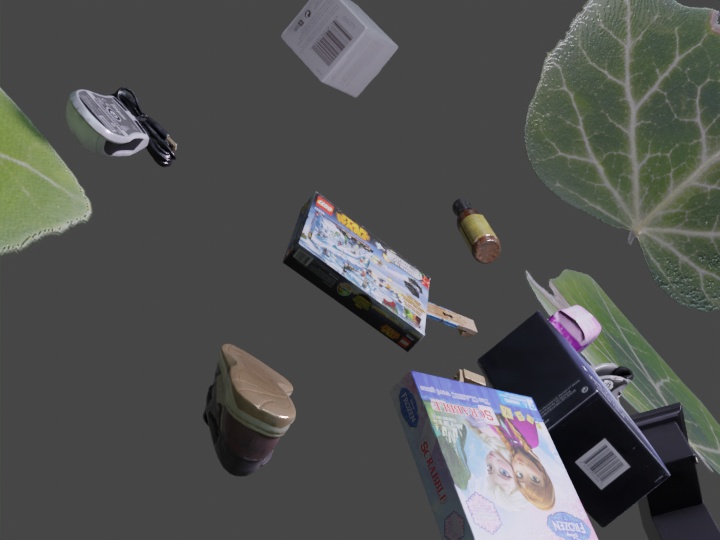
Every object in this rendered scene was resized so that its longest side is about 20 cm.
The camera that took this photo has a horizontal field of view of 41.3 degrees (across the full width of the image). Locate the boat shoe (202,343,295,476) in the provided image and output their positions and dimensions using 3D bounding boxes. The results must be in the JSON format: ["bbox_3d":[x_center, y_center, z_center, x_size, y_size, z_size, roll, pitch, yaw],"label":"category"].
[{"bbox_3d":[-0.094,0.109,0.760,0.071,0.065,0.200,31,0,-12],"label":"boat shoe"}]

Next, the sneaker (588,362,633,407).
[{"bbox_3d":[0.447,0.229,1.662,0.199,0.116,0.075,35,18,-27],"label":"sneaker"}]

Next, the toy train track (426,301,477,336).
[{"bbox_3d":[0.081,0.060,1.325,0.198,0.033,0.116,21,36,-35],"label":"toy train track"}]

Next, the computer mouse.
[{"bbox_3d":[-0.266,-0.153,1.020,0.110,0.044,0.200,50,11,1],"label":"computer mouse"}]

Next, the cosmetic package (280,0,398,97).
[{"bbox_3d":[-0.047,-0.535,2.239,0.165,0.165,0.200,49,16,17],"label":"cosmetic package"}]

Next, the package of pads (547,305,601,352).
[{"bbox_3d":[0.352,0.123,1.683,0.076,0.121,0.200,48,16,14],"label":"package of pads"}]

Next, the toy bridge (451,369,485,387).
[{"bbox_3d":[0.121,0.189,1.086,0.067,0.027,0.201,23,34,-18],"label":"toy bridge"}]

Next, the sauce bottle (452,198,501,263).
[{"bbox_3d":[0.242,-0.091,2.034,0.066,0.066,0.201,34,21,-30],"label":"sauce bottle"}]

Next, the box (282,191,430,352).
[{"bbox_3d":[0.000,0.000,1.223,0.199,0.040,0.137,37,30,-14],"label":"box"}]

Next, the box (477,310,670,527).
[{"bbox_3d":[0.281,0.194,1.281,0.200,0.123,0.199,46,9,-29],"label":"box"}]

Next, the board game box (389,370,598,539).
[{"bbox_3d":[0.143,0.211,1.006,0.198,0.041,0.201,16,40,-38],"label":"board game box"}]

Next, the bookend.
[{"bbox_3d":[0.439,0.324,1.302,0.199,0.091,0.202,-92,165,-68],"label":"bookend"}]
